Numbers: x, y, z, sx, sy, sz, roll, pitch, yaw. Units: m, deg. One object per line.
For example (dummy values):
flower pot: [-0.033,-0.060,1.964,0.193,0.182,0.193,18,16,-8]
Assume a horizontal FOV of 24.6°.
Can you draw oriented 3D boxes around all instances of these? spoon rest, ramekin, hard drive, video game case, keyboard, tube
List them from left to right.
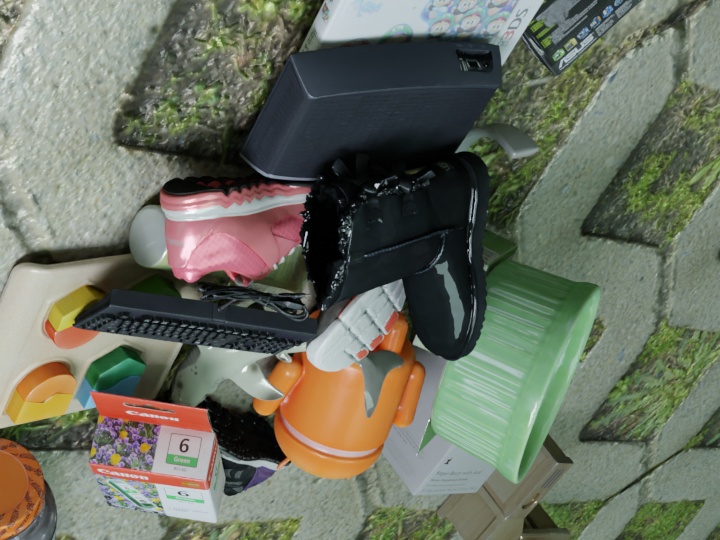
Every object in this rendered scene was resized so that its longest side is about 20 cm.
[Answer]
keyboard: [-0.120,0.040,1.338,0.199,0.021,0.127,9,153,-36]
tube: [-0.107,-0.021,1.396,0.058,0.052,0.199,-35,155,35]
hard drive: [0.013,-0.126,1.327,0.198,0.043,0.135,-7,149,-32]
video game case: [0.045,-0.186,1.320,0.198,0.024,0.182,-7,148,-31]
spoon rest: [0.085,-0.071,1.540,0.099,0.061,0.200,-14,155,-47]
ramekin: [0.144,0.089,1.556,0.201,0.097,0.201,-60,165,-27]

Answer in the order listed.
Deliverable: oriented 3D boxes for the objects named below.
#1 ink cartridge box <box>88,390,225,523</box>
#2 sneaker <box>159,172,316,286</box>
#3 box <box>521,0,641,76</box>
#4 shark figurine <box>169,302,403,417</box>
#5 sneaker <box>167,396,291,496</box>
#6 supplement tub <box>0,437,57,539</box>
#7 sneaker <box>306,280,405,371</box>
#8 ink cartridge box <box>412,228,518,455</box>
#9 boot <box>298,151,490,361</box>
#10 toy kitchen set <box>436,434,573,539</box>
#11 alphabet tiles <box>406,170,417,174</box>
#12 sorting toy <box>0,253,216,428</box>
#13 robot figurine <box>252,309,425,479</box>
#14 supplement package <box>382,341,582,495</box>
ink cartridge box: [-0.183,0.169,1.474,0.108,0.051,0.200,8,157,3]
sneaker: [-0.083,-0.033,1.345,0.199,0.073,0.088,-6,105,-41]
box: [0.198,-0.280,1.390,0.200,0.048,0.193,-42,147,7]
shark figurine: [-0.072,0.059,1.481,0.212,0.090,0.129,-4,122,6]
sneaker: [-0.147,0.183,1.603,0.087,0.076,0.200,-38,150,11]
supplement tub: [-0.328,0.243,1.437,0.122,0.123,0.201,-19,143,-29]
sneaker: [0.000,0.000,1.456,0.201,0.081,0.077,-54,152,-23]
ink cartridge box: [0.087,0.066,1.611,0.202,0.048,0.145,-68,168,15]
boot: [0.028,-0.003,1.360,0.162,0.073,0.200,-16,121,-37]
toy kitchen set: [0.245,0.312,2.094,0.199,0.163,0.181,11,124,-52]
alphabet tiles: [-0.016,-0.073,1.471,0.165,0.006,0.201,-19,144,-29]
sorting toy: [-0.226,0.062,1.392,0.199,0.037,0.186,-5,135,-43]
robot figurine: [-0.019,0.115,1.591,0.144,0.116,0.201,-24,138,-55]
supplement package: [0.115,0.128,1.758,0.121,0.120,0.201,6,127,-50]
